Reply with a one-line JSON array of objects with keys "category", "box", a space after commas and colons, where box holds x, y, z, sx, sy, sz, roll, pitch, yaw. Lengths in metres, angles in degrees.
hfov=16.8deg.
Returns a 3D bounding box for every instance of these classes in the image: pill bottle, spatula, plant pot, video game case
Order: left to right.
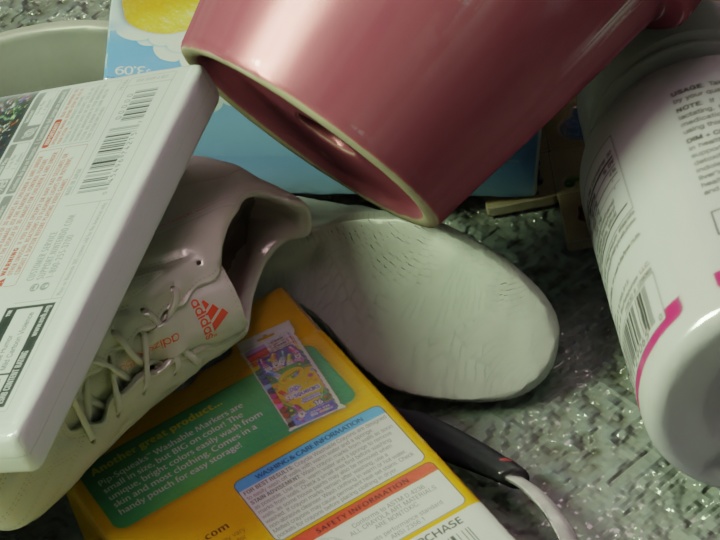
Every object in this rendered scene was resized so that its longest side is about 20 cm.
[{"category": "video game case", "box": [-0.164, 0.003, 0.953, 0.181, 0.023, 0.201, -6, 43, 29]}, {"category": "plant pot", "box": [0.028, -0.126, 0.987, 0.200, 0.200, 0.179, 30, 82, 39]}, {"category": "spatula", "box": [0.069, 0.094, 0.964, 0.200, 0.056, 0.021, 35, 104, 48]}, {"category": "pill bottle", "box": [0.153, -0.016, 1.005, 0.113, 0.114, 0.201, -12, 42, 2]}]

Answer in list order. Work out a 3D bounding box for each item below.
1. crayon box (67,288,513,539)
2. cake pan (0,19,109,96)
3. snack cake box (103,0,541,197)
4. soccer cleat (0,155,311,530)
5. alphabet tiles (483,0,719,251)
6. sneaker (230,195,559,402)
[{"category": "crayon box", "box": [-0.031, 0.103, 0.962, 0.125, 0.052, 0.200, -28, 43, -15]}, {"category": "cake pan", "box": [-0.160, -0.048, 1.189, 0.199, 0.037, 0.201, -8, 42, 7]}, {"category": "snack cake box", "box": [-0.017, -0.096, 1.141, 0.199, 0.067, 0.115, 0, 40, -2]}, {"category": "soccer cleat", "box": [-0.089, 0.024, 0.965, 0.077, 0.070, 0.200, 11, 46, 24]}, {"category": "alphabet tiles", "box": [0.136, -0.085, 1.169, 0.166, 0.008, 0.201, -10, 42, 5]}, {"category": "sneaker", "box": [0.000, 0.000, 1.075, 0.199, 0.076, 0.088, 18, 12, 17]}]
